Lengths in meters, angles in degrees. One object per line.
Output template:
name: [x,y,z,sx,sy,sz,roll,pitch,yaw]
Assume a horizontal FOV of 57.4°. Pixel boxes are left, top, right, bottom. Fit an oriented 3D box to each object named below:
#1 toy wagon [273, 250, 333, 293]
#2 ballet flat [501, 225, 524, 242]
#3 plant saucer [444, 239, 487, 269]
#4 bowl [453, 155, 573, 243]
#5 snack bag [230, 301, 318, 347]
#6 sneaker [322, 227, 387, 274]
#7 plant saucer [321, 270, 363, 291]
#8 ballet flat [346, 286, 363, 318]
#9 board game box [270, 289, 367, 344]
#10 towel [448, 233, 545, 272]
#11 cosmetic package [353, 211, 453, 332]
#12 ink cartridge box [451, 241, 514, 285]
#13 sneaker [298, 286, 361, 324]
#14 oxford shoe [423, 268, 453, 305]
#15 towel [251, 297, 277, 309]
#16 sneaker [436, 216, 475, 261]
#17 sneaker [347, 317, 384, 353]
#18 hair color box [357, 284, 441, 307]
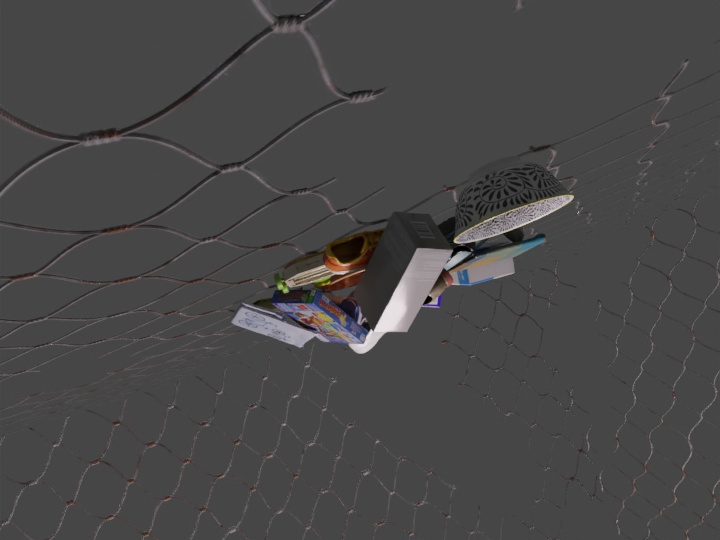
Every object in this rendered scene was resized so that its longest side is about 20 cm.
toy wagon: [-0.092,0.003,1.344,0.154,0.040,0.200,-18,172,-1]
ballet flat: [0.360,-0.099,1.559,0.068,0.073,0.200,-32,168,12]
plant saucer: [0.229,-0.049,1.506,0.199,0.036,0.200,-38,180,0]
bowl: [0.229,-0.123,1.057,0.199,0.095,0.201,-19,171,-3]
snack bag: [-0.207,0.132,1.576,0.198,0.022,0.189,21,158,-12]
sneaker: [0.029,-0.043,1.217,0.198,0.073,0.077,-19,162,-15]
plant saucer: [0.000,0.000,1.532,0.198,0.038,0.200,-18,172,-3]
ballet flat: [0.007,0.068,1.640,0.201,0.070,0.065,-60,-175,-23]
board game box: [-0.092,0.108,1.498,0.134,0.035,0.200,-2,148,39]
towel: [0.313,-0.039,1.523,0.198,0.022,0.147,-13,170,-23]
cosmetic package: [0.071,0.006,1.174,0.089,0.107,0.201,1,132,-30]
ink cartridge box: [0.275,-0.019,1.695,0.145,0.085,0.200,-14,-173,-26]
sneaker: [-0.093,0.088,1.583,0.115,0.081,0.199,4,-169,-44]
oxford shoe: [0.141,0.042,1.464,0.075,0.070,0.200,-43,174,-16]
towel: [-0.203,0.077,1.654,0.086,0.018,0.199,-32,165,37]
sneaker: [0.145,-0.049,1.376,0.198,0.080,0.075,-20,162,7]
sneaker: [0.046,0.116,1.600,0.200,0.075,0.089,-47,153,-5]
hair color box: [0.102,0.056,1.737,0.198,0.066,0.109,8,180,32]
